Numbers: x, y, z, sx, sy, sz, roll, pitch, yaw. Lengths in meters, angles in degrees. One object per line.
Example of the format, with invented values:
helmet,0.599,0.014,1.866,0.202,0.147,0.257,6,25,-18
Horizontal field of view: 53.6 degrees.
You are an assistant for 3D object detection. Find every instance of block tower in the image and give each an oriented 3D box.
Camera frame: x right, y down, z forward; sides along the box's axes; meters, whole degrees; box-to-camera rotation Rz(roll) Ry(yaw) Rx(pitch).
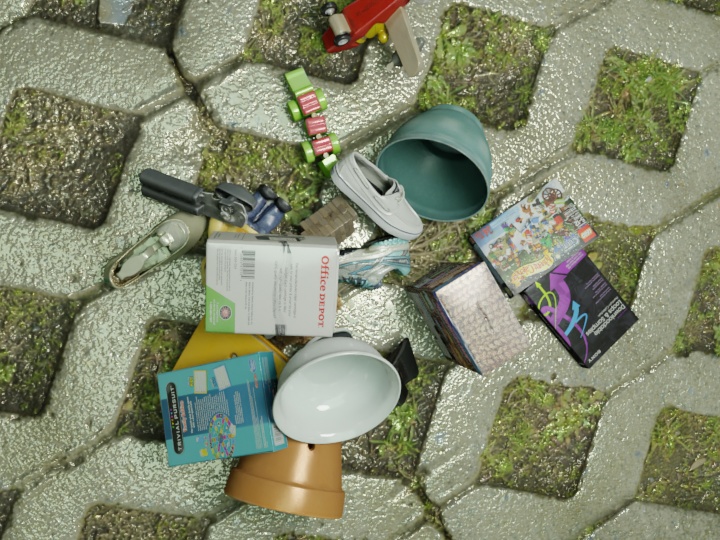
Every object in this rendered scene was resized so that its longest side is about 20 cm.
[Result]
block tower,-0.096,-0.045,1.232,0.200,0.058,0.054,-37,67,-12

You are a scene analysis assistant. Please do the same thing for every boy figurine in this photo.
boy figurine,-0.211,-0.057,1.224,0.124,0.064,0.200,43,81,-13

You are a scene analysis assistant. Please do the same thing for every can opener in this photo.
can opener,-0.271,-0.129,1.198,0.199,0.053,0.067,21,49,11

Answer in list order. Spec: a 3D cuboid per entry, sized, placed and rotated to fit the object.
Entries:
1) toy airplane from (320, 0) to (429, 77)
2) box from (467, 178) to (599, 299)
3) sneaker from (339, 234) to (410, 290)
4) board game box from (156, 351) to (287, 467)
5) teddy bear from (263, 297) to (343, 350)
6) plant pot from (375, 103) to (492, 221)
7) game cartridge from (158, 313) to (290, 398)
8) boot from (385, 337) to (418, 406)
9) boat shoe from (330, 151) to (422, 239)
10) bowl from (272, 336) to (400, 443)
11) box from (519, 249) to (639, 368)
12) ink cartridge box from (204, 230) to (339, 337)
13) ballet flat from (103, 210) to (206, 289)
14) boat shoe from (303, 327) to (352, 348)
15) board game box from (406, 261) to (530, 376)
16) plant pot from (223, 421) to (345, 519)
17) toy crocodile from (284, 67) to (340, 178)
toy airplane,0.045,-0.452,1.228,0.198,0.141,0.201,22,102,22
box,0.318,-0.060,1.315,0.200,0.038,0.137,-34,80,-8
sneaker,0.000,0.000,1.257,0.199,0.078,0.087,-17,97,-9
board game box,-0.222,0.221,1.131,0.199,0.047,0.152,-14,80,23
teddy bear,-0.128,0.080,1.221,0.145,0.067,0.200,29,111,-23
plant pot,0.142,-0.200,1.236,0.200,0.200,0.135,30,59,-9
game cartridge,-0.226,0.181,1.180,0.176,0.032,0.201,37,104,19
boot,0.003,0.188,1.244,0.173,0.200,0.070,-14,106,22
boat shoe,0.041,-0.126,1.217,0.200,0.065,0.074,33,46,-25
bowl,-0.043,0.169,1.099,0.200,0.091,0.202,-9,131,-10
box,0.416,0.066,1.353,0.143,0.036,0.200,-43,98,-7
ink cartridge box,-0.137,0.020,1.111,0.199,0.084,0.146,3,103,-5
ballet flat,-0.343,-0.036,1.199,0.200,0.069,0.070,-39,97,-8
boat shoe,-0.091,0.175,1.237,0.200,0.060,0.076,-36,137,-1
board game box,0.179,0.076,1.227,0.097,0.200,0.160,-31,96,-8
plant pot,-0.114,0.319,1.186,0.199,0.200,0.141,14,78,-10
toy crocodile,-0.081,-0.256,1.246,0.067,0.062,0.201,-19,93,-10
